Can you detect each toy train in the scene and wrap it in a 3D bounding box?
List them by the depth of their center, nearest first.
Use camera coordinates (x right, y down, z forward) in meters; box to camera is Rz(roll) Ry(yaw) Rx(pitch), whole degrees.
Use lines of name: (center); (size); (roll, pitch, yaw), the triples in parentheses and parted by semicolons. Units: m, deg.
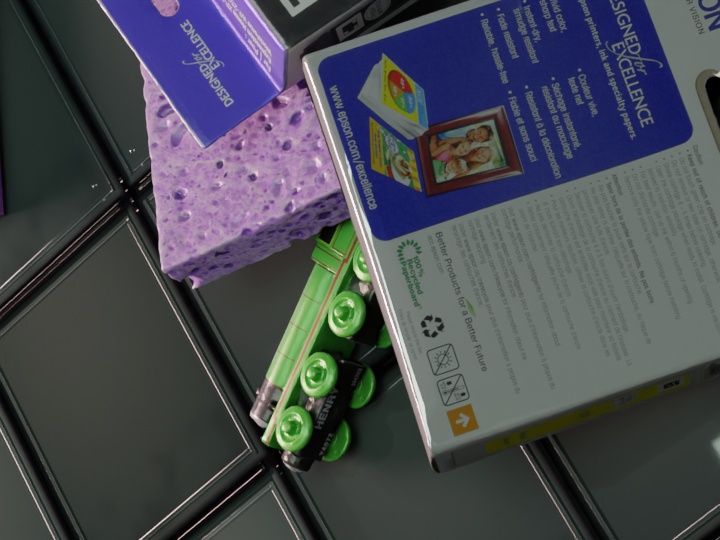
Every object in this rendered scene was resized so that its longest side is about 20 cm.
toy train: (0.000, 0.000, 1.188); (0.056, 0.042, 0.201); (31, 99, 41)

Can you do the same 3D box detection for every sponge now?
sponge: (-0.057, -0.101, 1.221); (0.111, 0.030, 0.201); (-23, 59, 26)

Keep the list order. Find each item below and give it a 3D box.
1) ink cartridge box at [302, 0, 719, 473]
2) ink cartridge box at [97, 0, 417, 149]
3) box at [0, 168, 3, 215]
ink cartridge box: (0.096, -0.035, 1.113); (0.199, 0.047, 0.199); (-17, 71, -2)
ink cartridge box: (-0.047, -0.189, 1.199); (0.200, 0.043, 0.198); (-35, 64, -4)
box: (-0.289, -0.079, 1.378); (0.199, 0.039, 0.138); (-12, 75, 30)
